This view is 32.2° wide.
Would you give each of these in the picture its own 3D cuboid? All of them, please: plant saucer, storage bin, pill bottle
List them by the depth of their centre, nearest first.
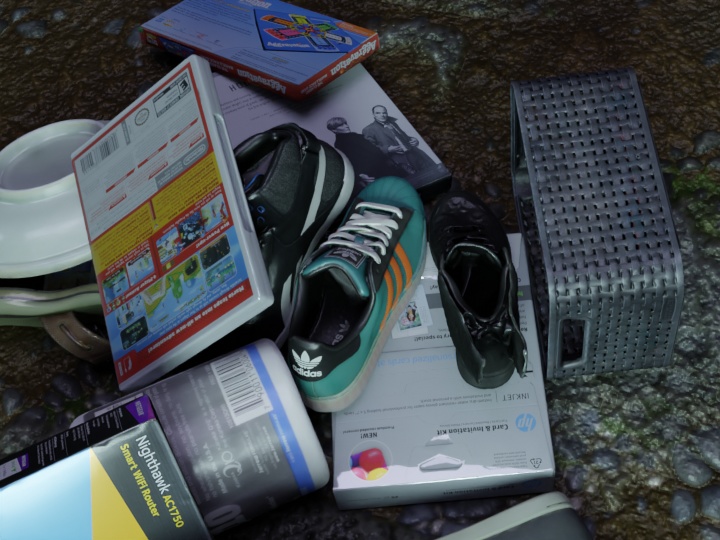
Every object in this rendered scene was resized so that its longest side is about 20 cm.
[{"bbox_3d":[-0.132,0.134,0.857,0.200,0.114,0.114,-23,57,-8],"label":"pill bottle"},{"bbox_3d":[0.169,-0.035,0.916,0.093,0.135,0.200,-7,57,2],"label":"storage bin"},{"bbox_3d":[-0.243,-0.074,1.005,0.200,0.050,0.200,-11,35,8],"label":"plant saucer"}]

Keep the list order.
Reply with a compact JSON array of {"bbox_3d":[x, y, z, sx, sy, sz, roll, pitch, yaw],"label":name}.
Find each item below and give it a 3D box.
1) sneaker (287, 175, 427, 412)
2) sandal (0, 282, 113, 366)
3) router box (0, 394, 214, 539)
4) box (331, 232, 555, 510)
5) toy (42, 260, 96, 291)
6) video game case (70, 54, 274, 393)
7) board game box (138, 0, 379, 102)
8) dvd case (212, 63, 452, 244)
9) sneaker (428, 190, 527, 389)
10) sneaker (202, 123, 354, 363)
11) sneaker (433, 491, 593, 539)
[{"bbox_3d":[0.000,0.000,0.900,0.071,0.080,0.200,11,57,15],"label":"sneaker"},{"bbox_3d":[-0.216,0.046,0.957,0.200,0.080,0.058,-1,74,14],"label":"sandal"},{"bbox_3d":[-0.160,0.197,0.777,0.149,0.200,0.051,-25,21,-9],"label":"router box"},{"bbox_3d":[0.055,0.070,0.920,0.155,0.041,0.200,-6,55,4],"label":"box"},{"bbox_3d":[-0.159,-0.036,1.010,0.199,0.047,0.115,-4,57,5],"label":"toy"},{"bbox_3d":[-0.138,-0.034,0.879,0.143,0.017,0.200,-32,61,29],"label":"video game case"},{"bbox_3d":[-0.092,-0.205,1.094,0.200,0.019,0.103,25,51,34],"label":"board game box"},{"bbox_3d":[-0.038,-0.114,1.047,0.150,0.025,0.200,-23,56,-19],"label":"dvd case"},{"bbox_3d":[0.083,0.003,0.874,0.060,0.104,0.200,-8,56,2],"label":"sneaker"},{"bbox_3d":[-0.088,-0.016,0.914,0.073,0.112,0.200,24,88,33],"label":"sneaker"},{"bbox_3d":[0.074,0.228,0.793,0.200,0.075,0.106,-26,55,-11],"label":"sneaker"}]
